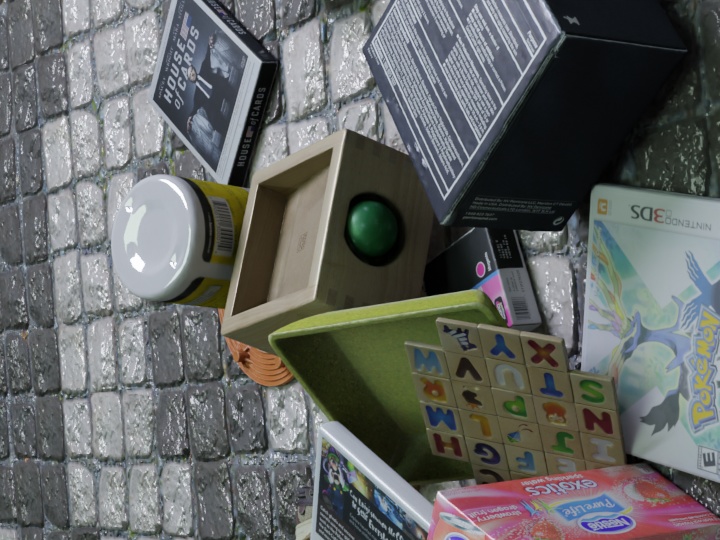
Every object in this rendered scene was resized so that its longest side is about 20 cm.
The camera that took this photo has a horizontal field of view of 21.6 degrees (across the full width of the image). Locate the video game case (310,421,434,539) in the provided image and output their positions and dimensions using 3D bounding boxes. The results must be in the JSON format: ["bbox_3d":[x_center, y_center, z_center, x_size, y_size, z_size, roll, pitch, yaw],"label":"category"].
[{"bbox_3d":[0.023,0.244,1.498,0.200,0.023,0.182,38,133,45],"label":"video game case"}]

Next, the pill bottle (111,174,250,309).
[{"bbox_3d":[-0.120,-0.021,1.735,0.114,0.200,0.115,-7,80,41],"label":"pill bottle"}]

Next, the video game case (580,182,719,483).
[{"bbox_3d":[0.228,0.043,1.386,0.182,0.022,0.200,13,104,56],"label":"video game case"}]

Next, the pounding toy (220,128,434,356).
[{"bbox_3d":[0.000,0.000,1.598,0.200,0.142,0.184,-21,54,54],"label":"pounding toy"}]

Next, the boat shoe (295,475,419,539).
[{"bbox_3d":[-0.011,0.198,1.721,0.200,0.072,0.065,-44,61,56],"label":"boat shoe"}]

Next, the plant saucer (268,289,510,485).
[{"bbox_3d":[0.060,0.086,1.493,0.199,0.200,0.048,-10,43,32],"label":"plant saucer"}]

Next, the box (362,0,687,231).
[{"bbox_3d":[0.119,-0.168,1.436,0.198,0.123,0.200,-59,41,40],"label":"box"}]

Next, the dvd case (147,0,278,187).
[{"bbox_3d":[-0.156,-0.195,1.953,0.200,0.025,0.151,47,130,44],"label":"dvd case"}]

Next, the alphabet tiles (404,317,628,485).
[{"bbox_3d":[0.120,0.112,1.435,0.166,0.006,0.200,9,139,24],"label":"alphabet tiles"}]

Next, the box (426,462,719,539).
[{"bbox_3d":[0.152,0.210,1.353,0.103,0.200,0.095,37,123,50],"label":"box"}]

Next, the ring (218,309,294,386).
[{"bbox_3d":[-0.099,0.017,1.887,0.200,0.019,0.201,8,99,57],"label":"ring"}]

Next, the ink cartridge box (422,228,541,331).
[{"bbox_3d":[0.076,0.039,1.609,0.200,0.037,0.095,-40,59,53],"label":"ink cartridge box"}]
